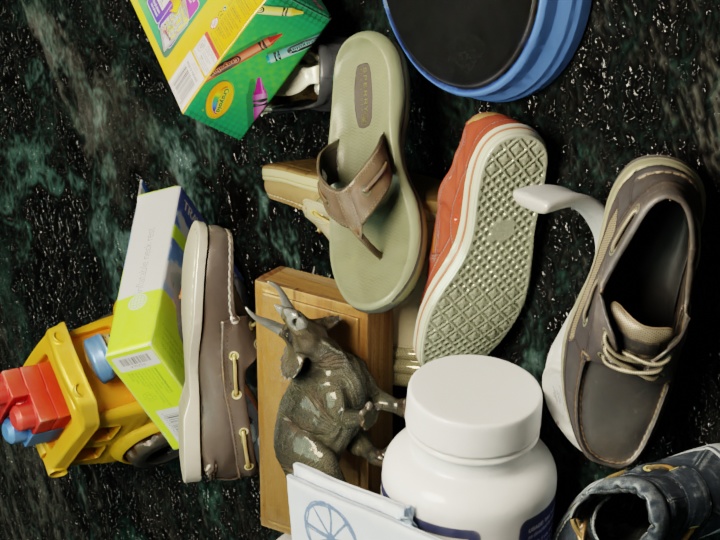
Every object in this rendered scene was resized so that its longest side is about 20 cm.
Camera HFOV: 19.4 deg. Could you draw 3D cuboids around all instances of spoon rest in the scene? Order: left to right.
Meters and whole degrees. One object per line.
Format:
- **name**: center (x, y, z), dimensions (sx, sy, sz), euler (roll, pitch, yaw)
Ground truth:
- **spoon rest**: center (0.149, 0.035, 1.365), dimensions (0.099, 0.061, 0.200), euler (28, 136, 57)

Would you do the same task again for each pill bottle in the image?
- **pill bottle**: center (0.072, 0.165, 1.435), dimensions (0.120, 0.120, 0.200), euler (37, 134, 45)

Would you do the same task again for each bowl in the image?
- **bowl**: center (0.076, -0.211, 1.406), dimensions (0.201, 0.039, 0.201), euler (22, 117, 52)

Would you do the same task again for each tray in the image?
- **tray**: center (-0.027, 0.104, 1.527), dimensions (0.099, 0.037, 0.200), euler (14, 117, 31)

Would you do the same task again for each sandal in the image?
- **sandal**: center (-0.004, -0.068, 1.453), dimensions (0.080, 0.057, 0.201), euler (-14, 76, 38)

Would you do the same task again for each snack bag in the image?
- **snack bag**: center (0.032, 0.238, 1.408), dimensions (0.200, 0.021, 0.189), euler (18, 123, 39)

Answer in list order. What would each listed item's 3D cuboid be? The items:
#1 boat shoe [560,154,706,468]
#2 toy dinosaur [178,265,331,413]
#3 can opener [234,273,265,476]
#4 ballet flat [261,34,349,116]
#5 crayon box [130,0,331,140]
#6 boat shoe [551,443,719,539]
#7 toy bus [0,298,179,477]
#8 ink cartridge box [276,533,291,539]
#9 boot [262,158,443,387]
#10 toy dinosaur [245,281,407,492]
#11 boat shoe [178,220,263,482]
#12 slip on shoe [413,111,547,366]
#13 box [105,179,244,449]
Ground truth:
- **boat shoe**: center (0.163, 0.031, 1.282), dimensions (0.073, 0.074, 0.200), euler (-66, -17, -73)
- **toy dinosaur**: center (-0.072, 0.087, 1.601), dimensions (0.181, 0.105, 0.200), euler (21, 87, 18)
- **can opener**: center (-0.074, 0.101, 1.702), dimensions (0.079, 0.063, 0.200), euler (-22, 81, 57)
- **ballet flat**: center (-0.060, -0.150, 1.602), dimensions (0.200, 0.073, 0.073), euler (8, 106, 56)
- **crayon box**: center (-0.105, -0.205, 1.586), dimensions (0.119, 0.058, 0.200), euler (-51, 38, 21)
- **boat shoe**: center (0.159, 0.162, 1.345), dimensions (0.200, 0.091, 0.071), euler (-41, 66, 53)
- **toy bus**: center (-0.228, 0.091, 1.817), dimensions (0.200, 0.192, 0.136), euler (-49, 58, 49)
- **ink cartridge box**: center (-0.005, 0.308, 1.585), dimensions (0.200, 0.084, 0.146), euler (29, 140, 38)
- **boot**: center (0.000, 0.000, 1.552), dimensions (0.200, 0.073, 0.156), euler (16, 112, 44)
- **toy dinosaur**: center (-0.023, 0.105, 1.468), dimensions (0.102, 0.077, 0.200), euler (29, 128, 32)
- **boat shoe**: center (-0.102, 0.060, 1.549), dimensions (0.072, 0.059, 0.200), euler (-121, 32, -72)
- **slip on shoe**: center (0.079, -0.018, 1.440), dimensions (0.061, 0.074, 0.200), euler (-121, 38, -53)
- **box**: center (-0.145, 0.029, 1.685), dimensions (0.200, 0.048, 0.122), euler (-84, -28, -44)
